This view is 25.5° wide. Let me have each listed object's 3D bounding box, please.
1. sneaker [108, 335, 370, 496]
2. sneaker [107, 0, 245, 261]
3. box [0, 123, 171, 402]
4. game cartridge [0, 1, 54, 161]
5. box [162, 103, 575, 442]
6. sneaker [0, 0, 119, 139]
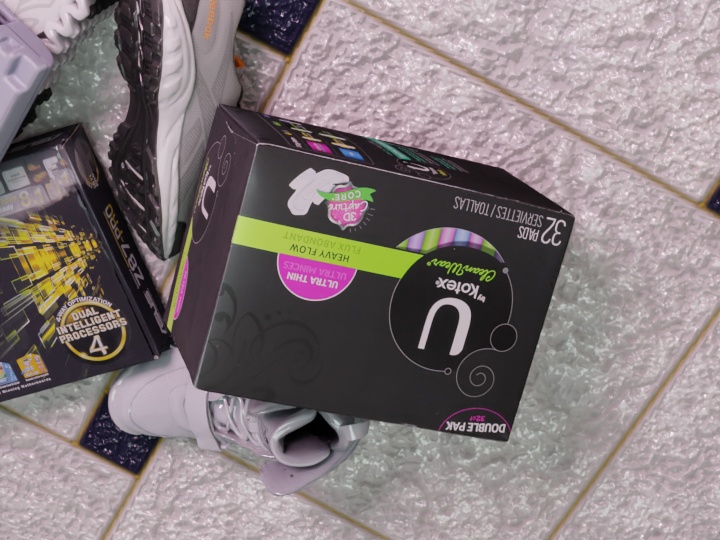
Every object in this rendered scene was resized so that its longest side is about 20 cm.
[{"bbox_3d":[-0.079,0.091,1.048,0.198,0.115,0.076,-8,113,9],"label":"sneaker"},{"bbox_3d":[-0.109,-0.091,0.993,0.079,0.074,0.201,-15,134,-32],"label":"sneaker"},{"bbox_3d":[-0.246,0.006,1.059,0.199,0.049,0.162,-15,111,15],"label":"box"},{"bbox_3d":[-0.284,-0.140,0.966,0.200,0.041,0.133,44,118,9],"label":"game cartridge"},{"bbox_3d":[0.000,0.000,0.954,0.199,0.124,0.150,11,103,-19],"label":"box"},{"bbox_3d":[-0.199,-0.163,0.972,0.081,0.075,0.200,42,110,-3],"label":"sneaker"}]
